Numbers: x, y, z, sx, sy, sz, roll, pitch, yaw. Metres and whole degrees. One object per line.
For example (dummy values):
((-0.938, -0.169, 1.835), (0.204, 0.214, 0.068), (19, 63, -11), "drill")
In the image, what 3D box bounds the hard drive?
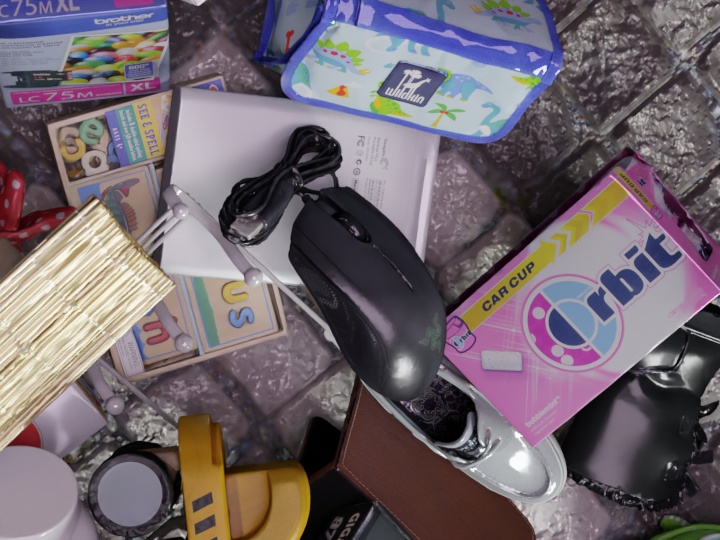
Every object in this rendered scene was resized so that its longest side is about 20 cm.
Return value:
((-0.045, -0.056, 1.531), (0.199, 0.027, 0.132), (5, 97, -22), "hard drive")

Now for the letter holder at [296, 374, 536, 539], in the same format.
((0.027, 0.189, 1.589), (0.100, 0.142, 0.200), (-35, 110, 29), "letter holder")

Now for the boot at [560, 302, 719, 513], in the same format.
((0.186, 0.085, 1.613), (0.198, 0.073, 0.163), (19, 99, -16), "boot")

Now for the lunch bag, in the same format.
((0.032, -0.163, 1.457), (0.169, 0.200, 0.128), (12, 93, -15), "lunch bag")

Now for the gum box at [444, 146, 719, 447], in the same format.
((0.159, 0.017, 1.516), (0.114, 0.066, 0.200), (46, 116, -3), "gum box")

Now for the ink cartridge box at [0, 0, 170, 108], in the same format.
((-0.186, -0.160, 1.408), (0.119, 0.200, 0.042), (-7, 74, -6), "ink cartridge box")

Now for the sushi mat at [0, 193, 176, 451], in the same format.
((-0.218, 0.047, 1.389), (0.200, 0.012, 0.096), (-44, 128, -8), "sushi mat")

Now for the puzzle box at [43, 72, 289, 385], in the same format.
((-0.137, -0.029, 1.536), (0.133, 0.025, 0.201), (-17, 104, -10), "puzzle box")

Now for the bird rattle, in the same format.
((-0.274, 0.021, 1.451), (0.199, 0.163, 0.113), (-26, 123, 4), "bird rattle")

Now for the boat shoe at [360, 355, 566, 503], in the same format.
((0.070, 0.112, 1.560), (0.201, 0.072, 0.070), (41, 111, -13), "boat shoe")

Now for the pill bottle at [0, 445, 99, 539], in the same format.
((-0.233, 0.217, 1.475), (0.108, 0.109, 0.200), (-6, 135, -12), "pill bottle")

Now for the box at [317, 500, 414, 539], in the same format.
((0.000, 0.283, 1.450), (0.159, 0.046, 0.200), (49, 52, -19), "box")

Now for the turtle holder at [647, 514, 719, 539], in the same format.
((0.285, 0.285, 1.640), (0.141, 0.132, 0.186), (-39, 106, -4), "turtle holder")

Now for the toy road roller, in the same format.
((-0.102, 0.198, 1.448), (0.145, 0.123, 0.201), (-7, 89, -2), "toy road roller")

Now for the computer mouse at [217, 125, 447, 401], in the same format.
((0.000, 0.000, 1.469), (0.200, 0.053, 0.139), (55, 43, -11), "computer mouse")

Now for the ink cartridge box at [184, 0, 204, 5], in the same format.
((-0.071, -0.274, 1.442), (0.200, 0.147, 0.083), (-42, 104, -2), "ink cartridge box")

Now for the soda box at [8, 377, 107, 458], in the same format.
((-0.279, 0.136, 1.515), (0.200, 0.064, 0.068), (-38, 107, -4), "soda box")

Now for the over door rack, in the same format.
((-0.110, 0.049, 1.493), (0.148, 0.067, 0.200), (-42, 126, 12), "over door rack")
